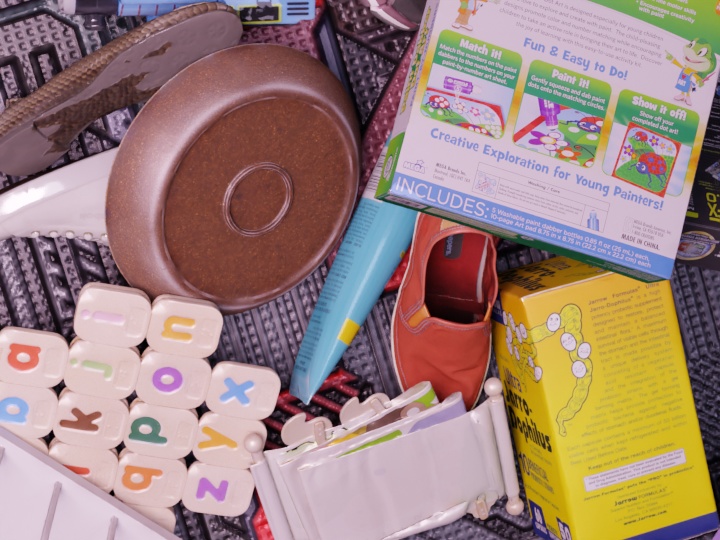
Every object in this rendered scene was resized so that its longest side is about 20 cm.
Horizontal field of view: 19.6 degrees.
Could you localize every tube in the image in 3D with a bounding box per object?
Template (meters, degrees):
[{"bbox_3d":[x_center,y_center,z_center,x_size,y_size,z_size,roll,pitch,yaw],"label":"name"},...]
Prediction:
[{"bbox_3d":[0.000,0.000,1.454,0.050,0.077,0.200,27,86,-6],"label":"tube"}]

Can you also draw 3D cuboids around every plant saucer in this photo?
[{"bbox_3d":[-0.076,-0.053,1.401,0.200,0.034,0.201,-17,124,-27],"label":"plant saucer"}]

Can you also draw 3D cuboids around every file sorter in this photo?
[{"bbox_3d":[-0.239,0.209,1.377,0.200,0.125,0.139,34,108,-15],"label":"file sorter"}]

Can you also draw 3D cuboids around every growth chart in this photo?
[{"bbox_3d":[0.020,0.141,1.471,0.199,0.018,0.145,-14,124,-12],"label":"growth chart"}]

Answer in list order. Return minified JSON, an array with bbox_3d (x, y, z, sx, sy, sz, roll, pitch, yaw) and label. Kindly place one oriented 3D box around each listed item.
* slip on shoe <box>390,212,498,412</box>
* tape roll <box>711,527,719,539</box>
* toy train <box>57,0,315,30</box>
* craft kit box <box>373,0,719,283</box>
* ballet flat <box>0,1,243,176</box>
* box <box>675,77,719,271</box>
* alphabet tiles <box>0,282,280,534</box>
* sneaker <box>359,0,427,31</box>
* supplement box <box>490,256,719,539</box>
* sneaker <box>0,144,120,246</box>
[{"bbox_3d":[0.062,0.030,1.448,0.074,0.061,0.201,2,125,-6],"label":"slip on shoe"},{"bbox_3d":[0.328,0.238,1.501,0.200,0.085,0.201,-22,127,-31],"label":"tape roll"},{"bbox_3d":[-0.121,-0.219,1.393,0.199,0.087,0.115,-3,103,-13],"label":"toy train"},{"bbox_3d":[0.128,-0.113,1.353,0.199,0.049,0.198,17,84,-12],"label":"craft kit box"},{"bbox_3d":[-0.167,-0.129,1.383,0.200,0.046,0.067,-30,143,18],"label":"ballet flat"},{"bbox_3d":[0.192,-0.085,1.451,0.199,0.044,0.161,10,51,-14],"label":"box"},{"bbox_3d":[-0.160,0.104,1.423,0.195,0.015,0.201,9,115,-14],"label":"alphabet tiles"},{"bbox_3d":[0.034,-0.243,1.379,0.200,0.115,0.076,51,40,-39],"label":"sneaker"},{"bbox_3d":[0.168,0.094,1.482,0.109,0.109,0.201,-15,99,-11],"label":"supplement box"},{"bbox_3d":[-0.175,-0.037,1.405,0.199,0.073,0.085,-19,98,-11],"label":"sneaker"}]
